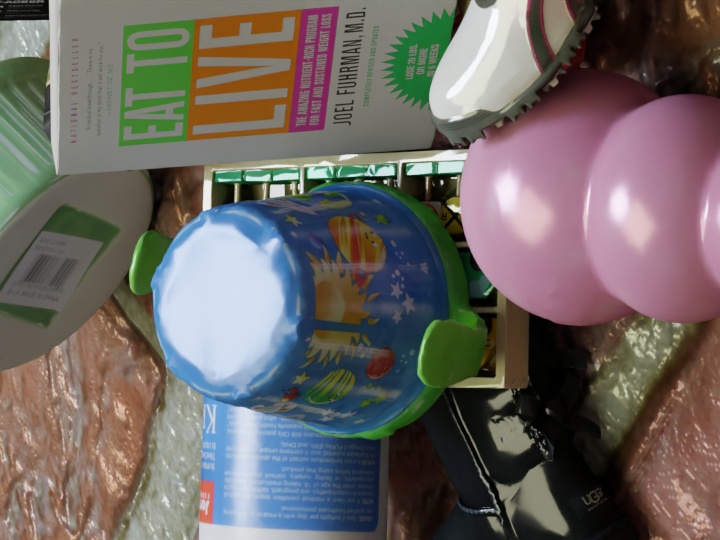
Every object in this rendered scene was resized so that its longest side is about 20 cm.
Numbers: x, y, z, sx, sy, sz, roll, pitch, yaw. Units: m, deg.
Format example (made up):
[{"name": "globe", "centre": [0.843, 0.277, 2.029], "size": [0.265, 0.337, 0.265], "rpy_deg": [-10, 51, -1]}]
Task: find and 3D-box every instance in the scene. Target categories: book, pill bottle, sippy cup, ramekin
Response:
[{"name": "book", "centre": [-0.055, -0.110, 1.194], "size": [0.134, 0.199, 0.048], "rpy_deg": [97, 163, -47]}, {"name": "pill bottle", "centre": [-0.039, 0.118, 1.384], "size": [0.112, 0.112, 0.202], "rpy_deg": [-5, 82, 53]}, {"name": "sippy cup", "centre": [-0.033, 0.018, 1.211], "size": [0.177, 0.130, 0.140], "rpy_deg": [-25, 75, 29]}, {"name": "ramekin", "centre": [-0.228, -0.030, 1.545], "size": [0.098, 0.200, 0.201], "rpy_deg": [41, 136, 23]}]

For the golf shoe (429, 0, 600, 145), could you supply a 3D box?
[{"name": "golf shoe", "centre": [0.080, -0.154, 1.104], "size": [0.201, 0.088, 0.077], "rpy_deg": [-55, 25, 14]}]

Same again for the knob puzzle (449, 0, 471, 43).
[{"name": "knob puzzle", "centre": [0.023, -0.190, 1.261], "size": [0.219, 0.030, 0.221], "rpy_deg": [164, 90, -70]}]

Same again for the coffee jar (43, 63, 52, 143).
[{"name": "coffee jar", "centre": [-0.118, -0.157, 1.297], "size": [0.104, 0.085, 0.201], "rpy_deg": [-12, 69, 62]}]

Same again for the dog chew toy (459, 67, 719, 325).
[{"name": "dog chew toy", "centre": [0.144, -0.031, 1.122], "size": [0.199, 0.124, 0.125], "rpy_deg": [8, 113, 42]}]

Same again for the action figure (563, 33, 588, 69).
[{"name": "action figure", "centre": [0.093, -0.168, 1.177], "size": [0.065, 0.051, 0.201], "rpy_deg": [26, 130, 50]}]

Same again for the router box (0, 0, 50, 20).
[{"name": "router box", "centre": [-0.108, -0.209, 1.219], "size": [0.062, 0.199, 0.151], "rpy_deg": [144, 122, -73]}]

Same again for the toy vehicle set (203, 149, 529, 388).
[{"name": "toy vehicle set", "centre": [0.000, 0.000, 1.284], "size": [0.199, 0.026, 0.125], "rpy_deg": [-1, 87, 34]}]

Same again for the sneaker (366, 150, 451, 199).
[{"name": "sneaker", "centre": [0.000, -0.036, 1.354], "size": [0.199, 0.077, 0.086], "rpy_deg": [6, 103, 43]}]

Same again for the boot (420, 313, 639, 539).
[{"name": "boot", "centre": [0.060, 0.107, 1.332], "size": [0.198, 0.073, 0.163], "rpy_deg": [-29, 86, 47]}]
